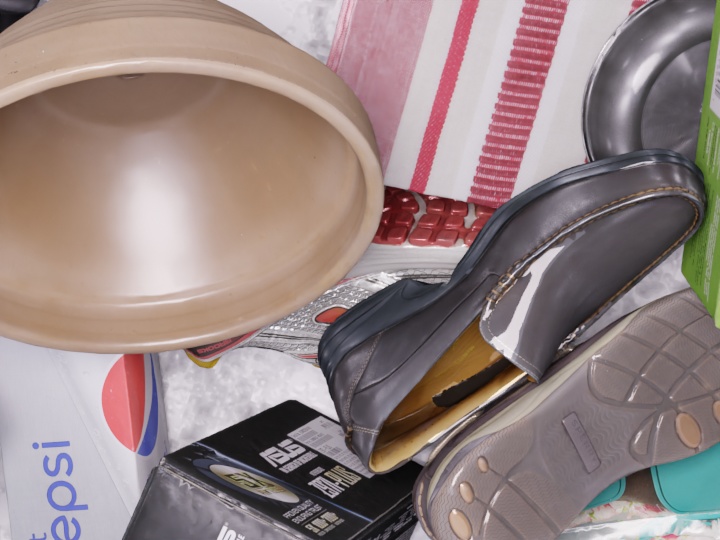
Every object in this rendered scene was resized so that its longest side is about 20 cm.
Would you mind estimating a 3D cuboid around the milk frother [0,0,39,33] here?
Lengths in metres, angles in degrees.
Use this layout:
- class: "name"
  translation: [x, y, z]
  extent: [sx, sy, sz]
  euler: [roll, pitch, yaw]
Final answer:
- class: "milk frother"
  translation: [-0.150, -0.163, 0.967]
  extent: [0.180, 0.200, 0.189]
  euler: [4, 86, 39]

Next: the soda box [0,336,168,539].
- class: "soda box"
  translation: [-0.135, 0.058, 1.008]
  extent: [0.068, 0.063, 0.201]
  euler: [-4, 96, 9]

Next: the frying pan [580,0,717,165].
- class: "frying pan"
  translation: [0.188, -0.091, 0.948]
  extent: [0.190, 0.031, 0.115]
  euler: [-29, 115, -3]

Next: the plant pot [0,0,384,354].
- class: "plant pot"
  translation: [-0.093, -0.056, 0.873]
  extent: [0.200, 0.201, 0.093]
  euler: [-15, 56, 10]

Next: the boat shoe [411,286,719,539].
- class: "boat shoe"
  translation: [0.104, 0.061, 0.959]
  extent: [0.200, 0.073, 0.075]
  euler: [-28, 105, -19]

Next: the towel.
- class: "towel"
  translation: [0.083, -0.096, 0.938]
  extent: [0.199, 0.023, 0.144]
  euler: [10, 106, -20]

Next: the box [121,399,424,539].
- class: "box"
  translation: [-0.055, 0.159, 0.943]
  extent: [0.086, 0.200, 0.164]
  euler: [26, 101, 11]

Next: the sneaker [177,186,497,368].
- class: "sneaker"
  translation: [0.000, 0.000, 0.992]
  extent: [0.199, 0.078, 0.082]
  euler: [-6, 123, 5]

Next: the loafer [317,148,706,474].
- class: "loafer"
  translation: [0.071, 0.021, 0.921]
  extent: [0.200, 0.072, 0.073]
  euler: [-36, 132, 24]

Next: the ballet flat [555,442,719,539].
- class: "ballet flat"
  translation: [0.138, 0.119, 0.987]
  extent: [0.199, 0.076, 0.064]
  euler: [-10, 126, 14]

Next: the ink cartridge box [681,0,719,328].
- class: "ink cartridge box"
  translation: [0.251, -0.050, 0.902]
  extent: [0.199, 0.076, 0.148]
  euler: [3, 109, -5]
